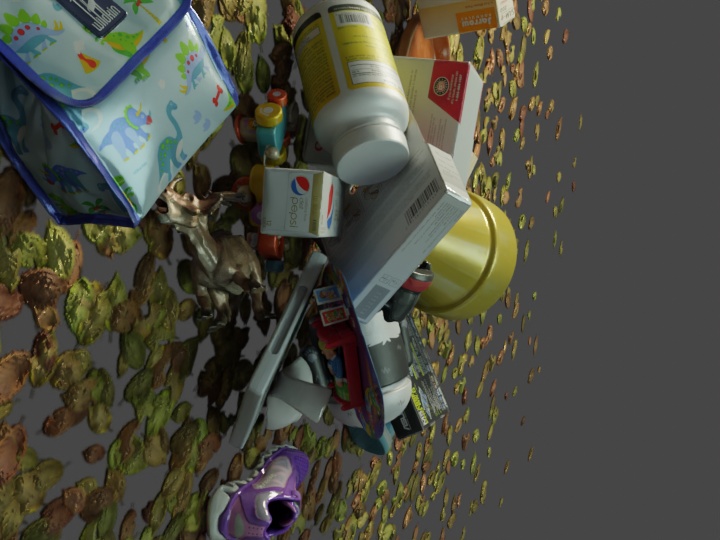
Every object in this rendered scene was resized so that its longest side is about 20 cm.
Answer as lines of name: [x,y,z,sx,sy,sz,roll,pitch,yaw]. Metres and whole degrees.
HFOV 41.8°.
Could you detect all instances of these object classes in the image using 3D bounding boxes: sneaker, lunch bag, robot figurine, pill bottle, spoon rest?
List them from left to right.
lunch bag: [-0.209,-0.162,0.747,0.171,0.127,0.201,-58,135,-36]
sneaker: [-0.107,0.285,1.178,0.200,0.088,0.081,-27,122,-63]
spoon rest: [-0.085,0.148,1.138,0.100,0.060,0.200,-64,-171,-12]
pill bottle: [-0.008,-0.204,1.083,0.112,0.112,0.201,49,24,-60]
robot figurine: [-0.003,0.111,1.273,0.125,0.149,0.202,-98,174,-86]
sneaker: [0.000,0.000,1.197,0.071,0.200,0.099,2,114,-50]
sneaker: [0.027,0.184,1.453,0.201,0.079,0.131,83,29,-53]

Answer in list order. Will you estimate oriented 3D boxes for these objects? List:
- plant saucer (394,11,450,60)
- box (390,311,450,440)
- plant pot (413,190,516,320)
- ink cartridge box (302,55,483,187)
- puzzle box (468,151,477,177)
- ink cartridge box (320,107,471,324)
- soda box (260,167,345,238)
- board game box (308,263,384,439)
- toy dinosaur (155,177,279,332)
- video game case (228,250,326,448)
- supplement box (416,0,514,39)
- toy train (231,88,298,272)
plant saucer: [0.093,-0.301,1.468,0.200,0.032,0.202,-39,134,-56]
box: [0.061,0.140,1.417,0.201,0.044,0.160,68,19,5]
plant pot: [0.106,-0.040,1.423,0.188,0.200,0.203,21,79,-50]
ink cartridge box: [0.041,-0.189,1.190,0.083,0.198,0.147,16,84,-69]
puzzle box: [0.057,-0.091,1.281,0.025,0.199,0.134,46,51,-26]
ink cartridge box: [0.031,-0.068,1.102,0.044,0.200,0.177,23,32,-31]
soda box: [-0.058,-0.071,1.027,0.200,0.063,0.069,-22,116,-84]
board game box: [-0.027,0.096,1.050,0.158,0.039,0.202,119,-45,-70]
toy dinosaur: [-0.143,-0.016,0.999,0.200,0.085,0.137,71,3,-72]
video game case: [-0.098,0.096,1.094,0.200,0.022,0.183,115,-1,-60]
supplement box: [0.139,-0.448,1.360,0.074,0.125,0.202,-44,125,-54]
toy train: [-0.111,-0.102,1.069,0.150,0.055,0.202,42,52,-84]
